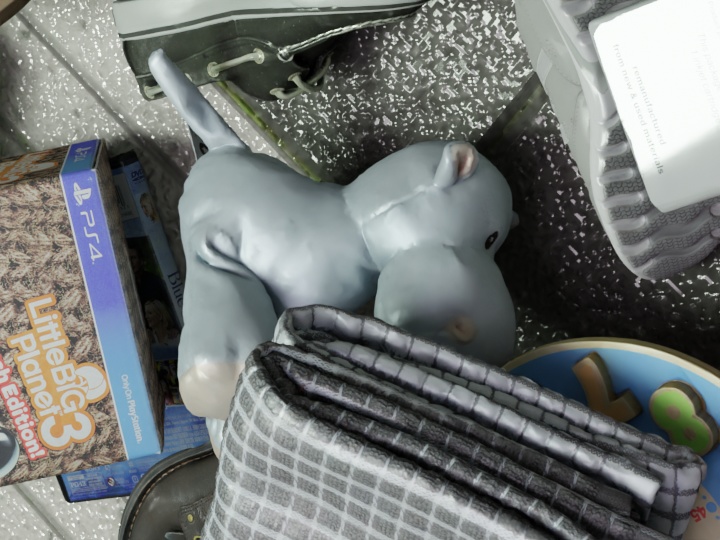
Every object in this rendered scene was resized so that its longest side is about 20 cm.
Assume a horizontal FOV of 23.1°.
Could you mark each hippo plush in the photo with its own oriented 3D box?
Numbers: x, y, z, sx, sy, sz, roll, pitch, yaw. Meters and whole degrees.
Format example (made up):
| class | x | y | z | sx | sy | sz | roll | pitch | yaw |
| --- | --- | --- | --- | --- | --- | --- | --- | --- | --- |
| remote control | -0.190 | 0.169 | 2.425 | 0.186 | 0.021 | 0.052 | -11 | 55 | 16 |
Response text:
| class | x | y | z | sx | sy | sz | roll | pitch | yaw |
| --- | --- | --- | --- | --- | --- | --- | --- | --- | --- |
| hippo plush | 0.000 | 0.000 | 0.867 | 0.161 | 0.159 | 0.200 | -9 | 70 | 8 |

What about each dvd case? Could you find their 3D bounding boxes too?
| class | x | y | z | sx | sy | sz | roll | pitch | yaw |
| --- | --- | --- | --- | --- | --- | --- | --- | --- | --- |
| dvd case | -0.154 | 0.039 | 1.041 | 0.143 | 0.018 | 0.200 | -12 | 102 | 36 |

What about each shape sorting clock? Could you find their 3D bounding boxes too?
| class | x | y | z | sx | sy | sz | roll | pitch | yaw |
| --- | --- | --- | --- | --- | --- | --- | --- | --- | --- |
| shape sorting clock | 0.120 | 0.127 | 0.795 | 0.200 | 0.039 | 0.200 | 11 | 115 | 26 |

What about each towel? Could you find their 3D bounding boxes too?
| class | x | y | z | sx | sy | sz | roll | pitch | yaw |
| --- | --- | --- | --- | --- | --- | --- | --- | --- | --- |
| towel | 0.029 | 0.125 | 0.758 | 0.200 | 0.086 | 0.166 | 23 | 126 | 12 |

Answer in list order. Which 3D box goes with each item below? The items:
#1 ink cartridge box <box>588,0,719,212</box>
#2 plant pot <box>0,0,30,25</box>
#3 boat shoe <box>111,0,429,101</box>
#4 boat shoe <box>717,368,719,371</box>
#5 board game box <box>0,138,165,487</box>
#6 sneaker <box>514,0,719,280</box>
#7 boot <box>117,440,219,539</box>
| class | x | y | z | sx | sy | sz | roll | pitch | yaw |
| --- | --- | --- | --- | --- | --- | --- | --- | --- | --- |
| ink cartridge box | 0.213 | -0.101 | 0.673 | 0.200 | 0.145 | 0.083 | -18 | 95 | 36 |
| plant pot | -0.250 | -0.200 | 0.940 | 0.201 | 0.201 | 0.093 | 53 | 168 | 5 |
| boat shoe | -0.040 | -0.119 | 0.880 | 0.200 | 0.071 | 0.064 | -2 | 106 | 41 |
| boat shoe | 0.148 | 0.137 | 0.852 | 0.059 | 0.072 | 0.200 | 18 | 118 | 29 |
| board game box | -0.219 | 0.032 | 0.947 | 0.200 | 0.097 | 0.160 | -13 | 104 | -3 |
| sneaker | 0.117 | -0.092 | 0.798 | 0.075 | 0.082 | 0.200 | -22 | 111 | -8 |
| boot | -0.059 | 0.164 | 0.932 | 0.200 | 0.069 | 0.174 | -47 | 37 | 30 |
